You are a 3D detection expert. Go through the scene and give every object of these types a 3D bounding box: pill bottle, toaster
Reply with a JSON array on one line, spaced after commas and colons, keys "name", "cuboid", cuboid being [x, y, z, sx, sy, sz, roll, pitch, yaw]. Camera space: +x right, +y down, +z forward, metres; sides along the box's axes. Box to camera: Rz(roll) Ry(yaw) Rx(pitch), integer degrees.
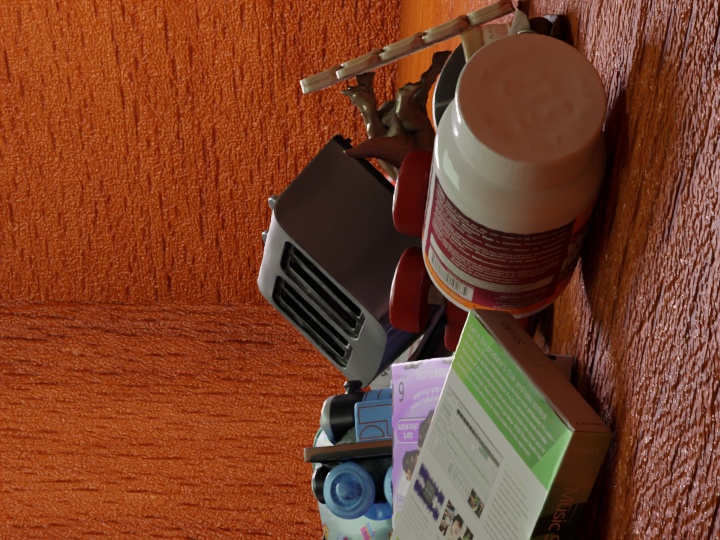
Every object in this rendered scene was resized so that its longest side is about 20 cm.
[{"name": "pill bottle", "cuboid": [0.098, -0.057, 1.107, 0.200, 0.108, 0.111, 94, 176, -64]}, {"name": "toaster", "cuboid": [0.000, 0.000, 1.635, 0.119, 0.200, 0.181, -43, -10, -21]}]

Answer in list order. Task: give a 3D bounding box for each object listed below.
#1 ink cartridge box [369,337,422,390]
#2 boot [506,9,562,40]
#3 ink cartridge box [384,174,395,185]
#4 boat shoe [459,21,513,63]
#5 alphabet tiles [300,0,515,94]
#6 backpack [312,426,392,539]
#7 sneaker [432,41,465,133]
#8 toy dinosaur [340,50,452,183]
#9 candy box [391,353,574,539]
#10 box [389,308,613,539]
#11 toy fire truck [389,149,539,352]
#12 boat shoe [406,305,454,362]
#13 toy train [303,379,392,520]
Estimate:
[{"name": "ink cartridge box", "cuboid": [0.062, 0.091, 1.833, 0.200, 0.067, 0.117, 62, -141, -62]}, {"name": "boot", "cuboid": [0.119, -0.144, 1.240, 0.200, 0.073, 0.076, -87, 8, -75]}, {"name": "ink cartridge box", "cuboid": [0.056, -0.077, 1.812, 0.200, 0.043, 0.175, -36, 39, 35]}, {"name": "boat shoe", "cuboid": [0.107, -0.118, 1.497, 0.074, 0.068, 0.202, -93, 4, -67]}, {"name": "alphabet tiles", "cuboid": [0.043, -0.201, 1.552, 0.196, 0.198, 0.015, -48, -63, -79]}, {"name": "backpack", "cuboid": [0.033, 0.227, 1.713, 0.126, 0.166, 0.202, 15, -123, -46]}, {"name": "sneaker", "cuboid": [0.104, -0.125, 1.638, 0.080, 0.070, 0.202, -55, -30, -70]}, {"name": "toy dinosaur", "cuboid": [0.043, -0.108, 1.529, 0.200, 0.085, 0.137, -60, -40, -65]}, {"name": "candy box", "cuboid": [0.085, 0.163, 1.250, 0.168, 0.071, 0.202, 165, 107, -67]}, {"name": "box", "cuboid": [0.085, 0.147, 1.127, 0.145, 0.036, 0.201, 53, 133, 51]}, {"name": "toy fire truck", "cuboid": [0.099, -0.038, 1.379, 0.168, 0.111, 0.202, -55, -29, -59]}, {"name": "boat shoe", "cuboid": [0.064, 0.107, 1.605, 0.071, 0.062, 0.201, 42, 109, 38]}, {"name": "toy train", "cuboid": [0.049, 0.141, 1.409, 0.087, 0.198, 0.115, 18, -114, -62]}]
